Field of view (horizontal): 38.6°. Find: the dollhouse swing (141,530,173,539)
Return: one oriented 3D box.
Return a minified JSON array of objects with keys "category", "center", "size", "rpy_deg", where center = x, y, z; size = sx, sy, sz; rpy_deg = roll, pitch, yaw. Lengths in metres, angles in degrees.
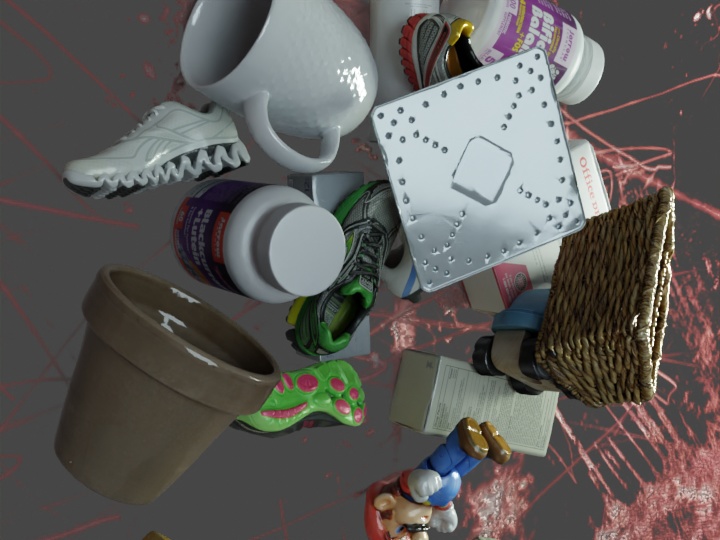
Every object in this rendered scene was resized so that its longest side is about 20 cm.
[{"category":"dollhouse swing","center":[-0.159,0.377,1.005],"size":[0.181,0.199,0.177],"rpy_deg":[-41,115,-23]}]

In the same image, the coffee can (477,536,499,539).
[{"category":"coffee can","center":[0.186,0.450,1.264],"size":[0.145,0.146,0.203],"rpy_deg":[20,83,-32]}]

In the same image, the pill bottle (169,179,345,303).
[{"category":"pill bottle","center":[-0.100,-0.029,1.005],"size":[0.110,0.199,0.114],"rpy_deg":[-5,99,-33]}]

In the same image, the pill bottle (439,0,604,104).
[{"category":"pill bottle","center":[0.195,-0.271,1.228],"size":[0.198,0.112,0.114],"rpy_deg":[17,85,-32]}]

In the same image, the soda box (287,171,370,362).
[{"category":"soda box","center":[-0.034,-0.006,1.132],"size":[0.067,0.063,0.204],"rpy_deg":[-7,97,-30]}]

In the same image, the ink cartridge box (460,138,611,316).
[{"category":"ink cartridge box","center":[0.210,-0.056,1.273],"size":[0.198,0.082,0.148],"rpy_deg":[-30,109,-26]}]

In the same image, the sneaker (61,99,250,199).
[{"category":"sneaker","center":[-0.205,-0.120,1.014],"size":[0.198,0.075,0.082],"rpy_deg":[-18,96,-39]}]

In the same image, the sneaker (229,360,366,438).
[{"category":"sneaker","center":[-0.068,0.141,1.124],"size":[0.198,0.083,0.078],"rpy_deg":[8,69,-49]}]

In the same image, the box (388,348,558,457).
[{"category":"box","center":[0.140,0.161,1.250],"size":[0.198,0.077,0.097],"rpy_deg":[18,85,-32]}]

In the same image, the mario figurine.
[{"category":"mario figurine","center":[0.087,0.263,1.172],"size":[0.123,0.106,0.200],"rpy_deg":[37,114,-16]}]

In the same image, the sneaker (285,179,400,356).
[{"category":"sneaker","center":[0.000,0.000,1.067],"size":[0.077,0.085,0.203],"rpy_deg":[30,78,-29]}]

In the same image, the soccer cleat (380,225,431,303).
[{"category":"soccer cleat","center":[0.094,-0.043,1.155],"size":[0.199,0.070,0.086],"rpy_deg":[-39,106,25]}]

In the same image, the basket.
[{"category":"basket","center":[0.299,0.040,1.117],"size":[0.142,0.148,0.202],"rpy_deg":[39,52,-26]}]

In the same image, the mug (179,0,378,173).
[{"category":"mug","center":[-0.070,-0.190,1.031],"size":[0.174,0.147,0.203],"rpy_deg":[26,50,-41]}]

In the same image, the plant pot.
[{"category":"plant pot","center":[-0.200,0.119,0.982],"size":[0.199,0.200,0.176],"rpy_deg":[27,97,-31]}]

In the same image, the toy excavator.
[{"category":"toy excavator","center":[0.246,0.053,1.215],"size":[0.193,0.099,0.203],"rpy_deg":[27,73,-33]}]

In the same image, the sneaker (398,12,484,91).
[{"category":"sneaker","center":[0.102,-0.175,1.102],"size":[0.078,0.081,0.203],"rpy_deg":[-37,120,-37]}]

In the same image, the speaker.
[{"category":"speaker","center":[0.049,-0.242,1.156],"size":[0.080,0.081,0.204],"rpy_deg":[-3,96,-32]}]

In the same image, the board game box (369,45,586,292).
[{"category":"board game box","center":[0.124,-0.105,1.072],"size":[0.197,0.026,0.203],"rpy_deg":[-21,108,-11]}]
